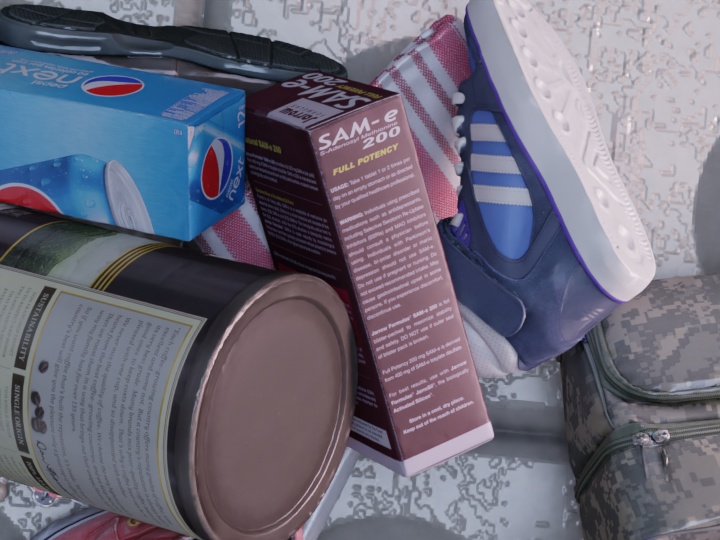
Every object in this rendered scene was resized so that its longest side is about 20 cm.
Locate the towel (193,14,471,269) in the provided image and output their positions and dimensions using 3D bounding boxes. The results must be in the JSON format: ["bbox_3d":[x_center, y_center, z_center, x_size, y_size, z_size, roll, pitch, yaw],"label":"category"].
[{"bbox_3d":[0.017,-0.030,1.597,0.200,0.030,0.146,-40,112,-9],"label":"towel"}]

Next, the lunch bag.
[{"bbox_3d":[0.210,0.081,1.586,0.199,0.139,0.168,-7,68,-7],"label":"lunch bag"}]

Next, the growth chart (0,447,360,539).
[{"bbox_3d":[-0.098,0.094,1.612,0.199,0.018,0.145,20,86,-6],"label":"growth chart"}]

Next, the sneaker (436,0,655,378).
[{"bbox_3d":[0.064,-0.040,1.555,0.146,0.081,0.200,-33,70,27],"label":"sneaker"}]

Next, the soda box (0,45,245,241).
[{"bbox_3d":[-0.163,-0.073,1.525,0.199,0.064,0.068,12,116,24],"label":"soda box"}]

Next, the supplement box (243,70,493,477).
[{"bbox_3d":[0.000,0.000,1.521,0.061,0.109,0.201,-23,110,-20],"label":"supplement box"}]

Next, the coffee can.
[{"bbox_3d":[-0.123,0.054,1.483,0.200,0.146,0.147,13,87,32],"label":"coffee can"}]

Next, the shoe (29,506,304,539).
[{"bbox_3d":[-0.120,0.166,1.555,0.200,0.091,0.072,-26,105,6],"label":"shoe"}]

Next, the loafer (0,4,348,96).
[{"bbox_3d":[-0.109,-0.105,1.596,0.199,0.072,0.063,9,108,-5],"label":"loafer"}]
